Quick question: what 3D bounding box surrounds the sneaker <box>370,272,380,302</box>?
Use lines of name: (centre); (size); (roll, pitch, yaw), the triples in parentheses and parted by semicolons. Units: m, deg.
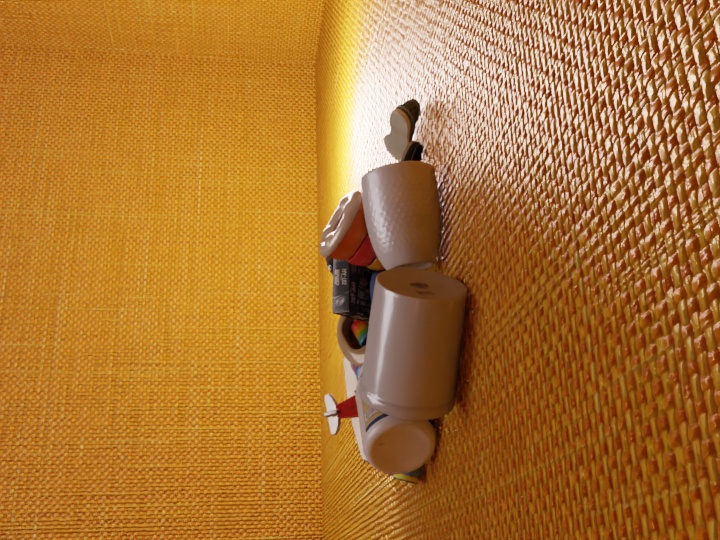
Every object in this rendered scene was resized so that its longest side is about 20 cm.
sneaker: (0.071, 0.096, 1.653); (0.070, 0.076, 0.205); (-56, -42, -63)

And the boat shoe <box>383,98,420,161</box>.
boat shoe: (0.097, -0.304, 1.793); (0.062, 0.072, 0.201); (-46, -13, -16)

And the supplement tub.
supplement tub: (0.064, 0.270, 1.584); (0.202, 0.140, 0.147); (-101, 15, -54)

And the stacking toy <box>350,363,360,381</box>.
stacking toy: (0.036, 0.259, 1.840); (0.201, 0.083, 0.087); (-111, 24, -54)

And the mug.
mug: (0.086, -0.086, 1.544); (0.200, 0.144, 0.180); (41, -140, -73)

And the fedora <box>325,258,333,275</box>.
fedora: (0.007, -0.022, 2.021); (0.092, 0.173, 0.201); (-66, -27, -24)

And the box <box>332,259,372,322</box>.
box: (0.000, 0.000, 1.749); (0.159, 0.043, 0.206); (18, -110, -58)

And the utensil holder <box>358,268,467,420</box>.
utensil holder: (0.089, 0.117, 1.368); (0.170, 0.165, 0.205); (-115, 29, -71)

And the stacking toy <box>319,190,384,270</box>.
stacking toy: (0.028, -0.051, 1.631); (0.147, 0.197, 0.147); (-54, 15, 22)

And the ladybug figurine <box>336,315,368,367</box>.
ladybug figurine: (0.018, 0.148, 1.844); (0.135, 0.072, 0.201); (-42, 40, 11)

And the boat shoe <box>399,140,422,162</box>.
boat shoe: (0.104, -0.164, 1.678); (0.072, 0.066, 0.205); (29, -108, -67)

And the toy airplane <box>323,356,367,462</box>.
toy airplane: (0.003, 0.331, 1.995); (0.198, 0.139, 0.204); (39, 122, 43)

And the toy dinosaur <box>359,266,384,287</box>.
toy dinosaur: (0.046, 0.002, 1.734); (0.102, 0.075, 0.206); (31, -129, -66)

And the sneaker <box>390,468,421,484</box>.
sneaker: (0.088, 0.390, 1.695); (0.200, 0.064, 0.081); (133, 149, -77)

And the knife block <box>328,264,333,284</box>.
knife block: (0.004, 0.040, 1.917); (0.201, 0.170, 0.065); (105, 164, -59)
